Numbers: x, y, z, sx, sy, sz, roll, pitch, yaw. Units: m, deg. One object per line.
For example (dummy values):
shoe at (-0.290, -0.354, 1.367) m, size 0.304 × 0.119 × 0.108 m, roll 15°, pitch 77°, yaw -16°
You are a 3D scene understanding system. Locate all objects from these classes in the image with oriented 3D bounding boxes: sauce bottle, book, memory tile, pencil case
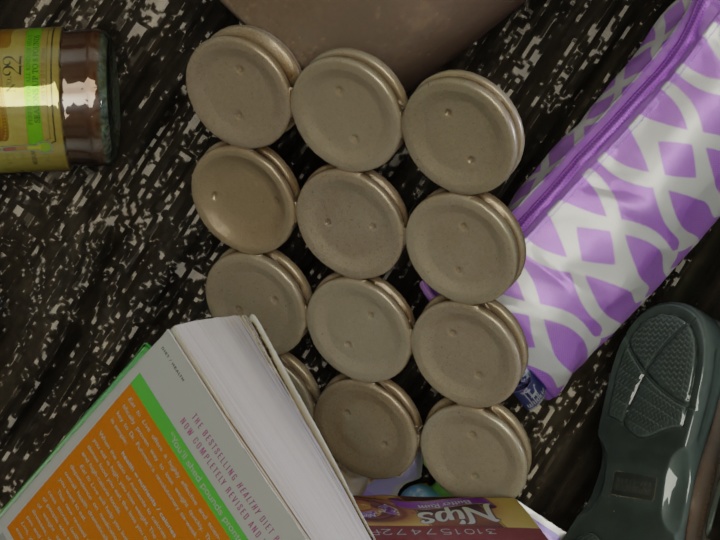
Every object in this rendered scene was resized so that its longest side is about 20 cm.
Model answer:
sauce bottle at (-0.206, -0.070, 1.012) m, size 0.199 × 0.065 × 0.065 m, roll -4°, pitch 88°, yaw -2°
book at (-0.081, 0.130, 0.913) m, size 0.200 × 0.048 × 0.134 m, roll -45°, pitch 68°, yaw 35°
memory tile at (0.000, 0.000, 0.964) m, size 0.152 × 0.017 × 0.201 m, roll 11°, pitch 123°, yaw 24°
pencil case at (0.110, -0.038, 1.006) m, size 0.200 × 0.084 × 0.085 m, roll -48°, pitch 129°, yaw -4°

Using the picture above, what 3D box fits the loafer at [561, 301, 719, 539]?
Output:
loafer at (0.129, 0.117, 1.014) m, size 0.063 × 0.072 × 0.201 m, roll 19°, pitch 88°, yaw -42°

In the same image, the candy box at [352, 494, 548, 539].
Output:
candy box at (0.005, 0.194, 0.962) m, size 0.116 × 0.056 × 0.201 m, roll 3°, pitch 108°, yaw -17°

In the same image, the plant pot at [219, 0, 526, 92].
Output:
plant pot at (0.020, -0.168, 0.971) m, size 0.200 × 0.200 × 0.175 m, roll 40°, pitch 104°, yaw 0°

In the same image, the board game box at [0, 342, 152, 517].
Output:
board game box at (-0.108, 0.150, 1.002) m, size 0.134 × 0.029 × 0.200 m, roll 41°, pitch 90°, yaw 21°

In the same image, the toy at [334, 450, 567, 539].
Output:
toy at (-0.008, 0.170, 1.016) m, size 0.115 × 0.047 × 0.201 m, roll 33°, pitch 87°, yaw 2°
